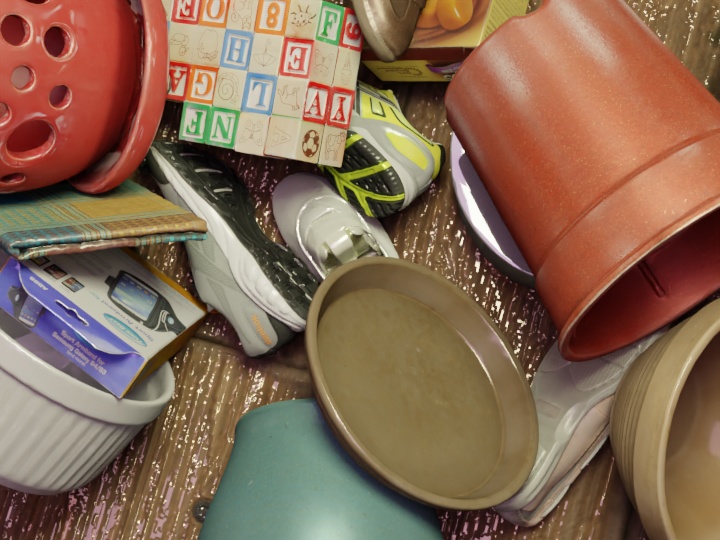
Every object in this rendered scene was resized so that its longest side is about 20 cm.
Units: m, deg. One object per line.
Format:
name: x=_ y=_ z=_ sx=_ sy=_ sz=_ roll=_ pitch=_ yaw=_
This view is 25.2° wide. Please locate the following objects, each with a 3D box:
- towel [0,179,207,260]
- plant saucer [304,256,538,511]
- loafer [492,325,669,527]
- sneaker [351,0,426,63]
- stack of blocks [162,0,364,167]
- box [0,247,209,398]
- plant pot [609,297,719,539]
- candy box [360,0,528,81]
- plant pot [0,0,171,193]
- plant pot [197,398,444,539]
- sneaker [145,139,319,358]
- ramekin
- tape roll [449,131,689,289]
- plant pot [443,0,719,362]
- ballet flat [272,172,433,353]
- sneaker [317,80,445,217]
towel: x=-0.208 y=-0.038 z=1.170 sx=0.146 sy=0.200 sz=0.022 roll=-7 pitch=105 yaw=-24
plant saucer: x=0.041 y=0.081 z=1.130 sx=0.029 sy=0.200 sz=0.201 roll=-43 pitch=74 yaw=40
loafer: x=0.162 y=0.102 z=1.197 sx=0.200 sy=0.063 sz=0.072 roll=-50 pitch=46 yaw=-7
sneaker: x=0.036 y=-0.249 z=1.179 sx=0.075 sy=0.070 sz=0.201 roll=-11 pitch=63 yaw=23
stack of blocks: x=-0.099 y=-0.150 z=1.215 sx=0.199 sy=0.058 sz=0.116 roll=13 pitch=95 yaw=35
box: x=-0.188 y=0.026 z=1.160 sx=0.119 sy=0.200 sz=0.042 roll=37 pitch=105 yaw=2
plant pot: x=0.243 y=0.109 z=1.142 sx=0.092 sy=0.200 sz=0.202 roll=16 pitch=79 yaw=50
candy box: x=0.076 y=-0.245 z=1.230 sx=0.116 sy=0.056 sz=0.201 roll=4 pitch=68 yaw=34
plant pot: x=-0.250 y=-0.152 z=1.168 sx=0.182 sy=0.200 sz=0.202 roll=4 pitch=77 yaw=-35
plant pot: x=-0.027 y=0.199 z=1.134 sx=0.199 sy=0.200 sz=0.189 roll=-1 pitch=64 yaw=6
sneaker: x=-0.112 y=-0.020 z=1.236 sx=0.079 sy=0.074 sz=0.201 roll=-45 pitch=69 yaw=26
ramekin: x=-0.245 y=0.071 z=1.170 sx=0.200 sy=0.200 sz=0.105 roll=40 pitch=103 yaw=11
tape roll: x=0.168 y=-0.081 z=1.220 sx=0.199 sy=0.066 sz=0.202 roll=-1 pitch=80 yaw=6
plant pot: x=0.168 y=-0.076 z=1.098 sx=0.200 sy=0.201 sz=0.196 roll=-32 pitch=70 yaw=-1
ballet flat: x=0.000 y=0.000 z=1.222 sx=0.069 sy=0.069 sz=0.200 roll=-35 pitch=78 yaw=-1
sneaker: x=-0.018 y=-0.121 z=1.254 sx=0.076 sy=0.076 sz=0.200 roll=-27 pitch=65 yaw=-38
